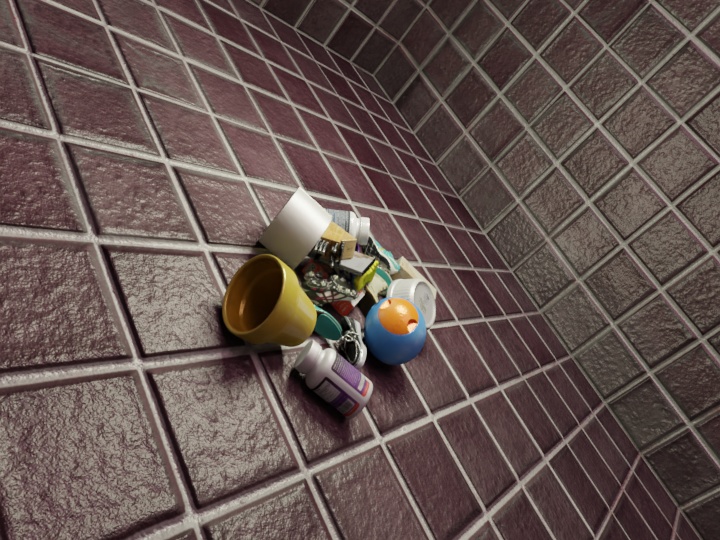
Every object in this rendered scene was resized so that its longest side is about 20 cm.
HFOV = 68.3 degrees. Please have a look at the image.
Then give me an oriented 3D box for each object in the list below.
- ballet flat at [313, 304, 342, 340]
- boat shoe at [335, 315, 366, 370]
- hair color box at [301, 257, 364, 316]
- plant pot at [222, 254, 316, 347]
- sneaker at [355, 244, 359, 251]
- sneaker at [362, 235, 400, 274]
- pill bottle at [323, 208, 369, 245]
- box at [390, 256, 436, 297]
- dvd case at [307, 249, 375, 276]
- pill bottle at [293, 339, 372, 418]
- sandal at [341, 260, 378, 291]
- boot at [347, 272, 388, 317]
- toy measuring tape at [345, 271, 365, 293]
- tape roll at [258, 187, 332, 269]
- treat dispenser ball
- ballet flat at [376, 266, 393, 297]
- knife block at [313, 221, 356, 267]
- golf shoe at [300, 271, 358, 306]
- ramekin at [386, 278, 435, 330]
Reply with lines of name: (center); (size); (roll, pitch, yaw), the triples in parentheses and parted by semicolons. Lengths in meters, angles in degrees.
ballet flat: (-0.131, 0.125, 1.506); (0.197, 0.068, 0.071); (34, 19, -23)
boat shoe: (-0.030, 0.206, 1.544); (0.067, 0.074, 0.203); (33, 29, -26)
hair color box: (-0.085, 0.039, 1.698); (0.200, 0.064, 0.111); (47, 27, 0)
plant pot: (-0.209, 0.094, 1.313); (0.188, 0.197, 0.205); (40, 22, -49)
sneaker: (-0.051, -0.095, 1.901); (0.079, 0.089, 0.204); (3, 49, -52)
sneaker: (0.076, -0.055, 2.023); (0.078, 0.079, 0.201); (-3, 44, -44)
pill bottle: (-0.069, -0.143, 1.808); (0.191, 0.123, 0.122); (5, 36, -5)
box: (0.199, 0.056, 2.071); (0.199, 0.095, 0.078); (42, 27, -9)
dvd case: (-0.060, -0.043, 1.679); (0.193, 0.018, 0.143); (20, 25, 13)
pill bottle: (-0.071, 0.273, 1.351); (0.199, 0.111, 0.112); (41, 27, -13)
sandal: (0.000, 0.000, 1.726); (0.085, 0.082, 0.199); (25, 17, 14)
boot: (0.049, 0.087, 1.827); (0.152, 0.072, 0.203); (3, 49, -55)
toy measuring tape: (-0.057, 0.008, 1.779); (0.204, 0.073, 0.073); (57, 28, 9)
tape roll: (-0.196, -0.125, 1.595); (0.138, 0.203, 0.205); (38, 27, -11)
treat dispenser ball: (0.106, 0.185, 1.637); (0.198, 0.201, 0.204); (34, 29, -22)
ballet flat: (0.103, 0.069, 1.958); (0.201, 0.075, 0.064); (49, -5, -7)
knife block: (-0.106, -0.081, 1.629); (0.171, 0.066, 0.199); (-5, 30, -38)
golf shoe: (-0.097, 0.063, 1.593); (0.194, 0.089, 0.078); (15, 33, -33)
ramekin: (0.183, 0.125, 1.852); (0.197, 0.102, 0.209); (23, 61, -49)
